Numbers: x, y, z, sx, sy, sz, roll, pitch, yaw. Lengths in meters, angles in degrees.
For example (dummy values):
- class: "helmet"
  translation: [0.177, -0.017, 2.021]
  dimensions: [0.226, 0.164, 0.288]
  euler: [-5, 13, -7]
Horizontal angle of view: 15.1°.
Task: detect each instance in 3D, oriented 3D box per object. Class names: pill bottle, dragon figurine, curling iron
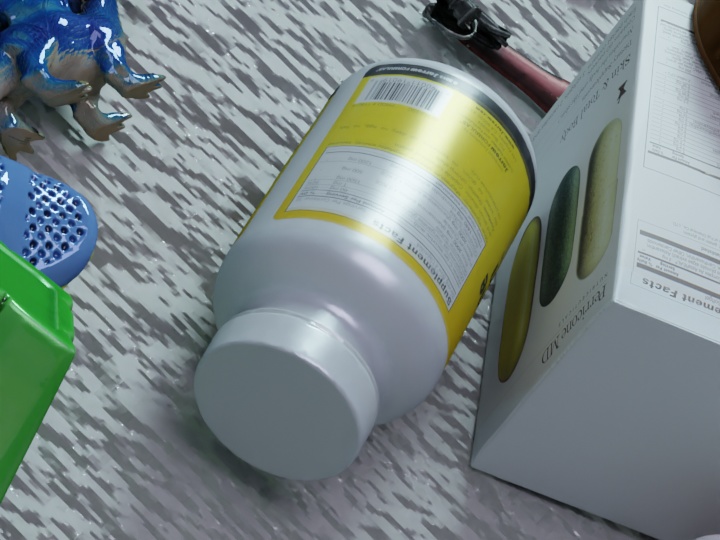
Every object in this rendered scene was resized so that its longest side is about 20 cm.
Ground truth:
- class: "pill bottle"
  translation: [0.000, 0.000, 1.247]
  dimensions: [0.112, 0.112, 0.200]
  euler: [35, 46, -5]
- class: "dragon figurine"
  translation: [-0.156, -0.109, 1.256]
  dimensions: [0.200, 0.059, 0.100]
  euler: [-17, 68, -50]
- class: "curling iron"
  translation: [0.110, -0.083, 1.434]
  dimensions: [0.200, 0.026, 0.050]
  euler: [40, 9, -6]

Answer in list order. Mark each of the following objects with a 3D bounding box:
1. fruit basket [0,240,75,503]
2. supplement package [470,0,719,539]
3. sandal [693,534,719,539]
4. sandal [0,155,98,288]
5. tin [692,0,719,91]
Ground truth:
- class: "fruit basket"
  translation: [-0.234, 0.050, 1.066]
  dimensions: [0.215, 0.216, 0.156]
  euler: [27, 8, -12]
- class: "supplement package"
  translation: [0.160, 0.004, 1.315]
  dimensions: [0.150, 0.152, 0.201]
  euler: [22, 49, -14]
- class: "sandal"
  translation: [0.228, 0.170, 1.297]
  dimensions: [0.206, 0.079, 0.059]
  euler: [31, 45, -21]
- class: "sandal"
  translation: [-0.202, -0.036, 1.166]
  dimensions: [0.199, 0.087, 0.080]
  euler: [12, 50, -27]
- class: "tin"
  translation: [0.234, -0.075, 1.287]
  dimensions: [0.112, 0.042, 0.201]
  euler: [-7, 60, -38]
